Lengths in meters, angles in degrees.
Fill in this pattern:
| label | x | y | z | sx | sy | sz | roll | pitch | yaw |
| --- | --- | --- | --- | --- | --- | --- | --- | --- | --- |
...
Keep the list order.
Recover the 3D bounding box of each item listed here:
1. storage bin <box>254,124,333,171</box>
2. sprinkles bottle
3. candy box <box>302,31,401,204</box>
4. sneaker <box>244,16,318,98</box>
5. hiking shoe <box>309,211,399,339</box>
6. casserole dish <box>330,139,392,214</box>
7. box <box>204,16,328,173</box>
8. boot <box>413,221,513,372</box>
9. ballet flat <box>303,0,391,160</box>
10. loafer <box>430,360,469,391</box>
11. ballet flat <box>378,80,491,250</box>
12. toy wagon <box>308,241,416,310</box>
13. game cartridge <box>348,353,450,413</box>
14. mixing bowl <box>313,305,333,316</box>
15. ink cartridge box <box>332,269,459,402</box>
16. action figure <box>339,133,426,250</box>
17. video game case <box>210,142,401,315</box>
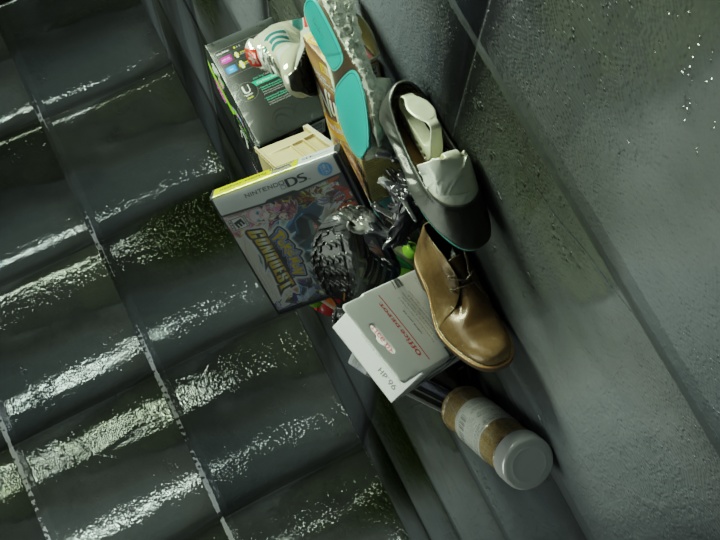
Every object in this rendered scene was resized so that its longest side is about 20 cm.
| label | x | y | z | sx | sy | sz | roll | pitch | yaw |
| --- | --- | --- | --- | --- | --- | --- | --- | --- | --- |
| storage bin | -0.062 | -0.085 | 1.503 | 0.199 | 0.094 | 0.200 | -136 | 27 | -62 |
| sprinkles bottle | 0.169 | 0.207 | 1.309 | 0.068 | 0.068 | 0.200 | 68 | 168 | -19 |
| candy box | -0.006 | -0.194 | 1.283 | 0.115 | 0.055 | 0.200 | 54 | 167 | 44 |
| sneaker | -0.104 | -0.272 | 1.344 | 0.200 | 0.093 | 0.070 | -90 | -11 | -57 |
| hiking shoe | 0.000 | 0.000 | 1.296 | 0.076 | 0.101 | 0.200 | 16 | 133 | 32 |
| casserole dish | 0.001 | -0.127 | 1.474 | 0.200 | 0.039 | 0.121 | -128 | 17 | -56 |
| box | -0.148 | -0.270 | 1.656 | 0.200 | 0.124 | 0.149 | 60 | 169 | 17 |
| boot | 0.113 | 0.026 | 1.178 | 0.076 | 0.073 | 0.200 | 88 | 159 | -52 |
| ballet flat | -0.001 | -0.223 | 1.143 | 0.072 | 0.072 | 0.200 | 127 | 125 | -79 |
| loafer | 0.119 | 0.117 | 1.407 | 0.073 | 0.071 | 0.200 | 26 | 169 | 16 |
| ballet flat | 0.073 | -0.112 | 1.049 | 0.200 | 0.068 | 0.068 | 60 | 161 | 24 |
| toy wagon | -0.016 | -0.004 | 1.397 | 0.200 | 0.155 | 0.040 | 34 | -155 | -11 |
| game cartridge | 0.085 | 0.168 | 1.461 | 0.200 | 0.038 | 0.130 | 27 | -179 | -12 |
| mixing bowl | -0.053 | 0.008 | 1.896 | 0.200 | 0.108 | 0.200 | 62 | 169 | 21 |
| ink cartridge box | 0.050 | 0.075 | 1.211 | 0.116 | 0.200 | 0.068 | 51 | 125 | 12 |
| action figure | 0.036 | -0.082 | 1.170 | 0.102 | 0.119 | 0.200 | 30 | 178 | -1 |
| video game case | -0.068 | -0.048 | 1.331 | 0.026 | 0.180 | 0.200 | -85 | -27 | -56 |
